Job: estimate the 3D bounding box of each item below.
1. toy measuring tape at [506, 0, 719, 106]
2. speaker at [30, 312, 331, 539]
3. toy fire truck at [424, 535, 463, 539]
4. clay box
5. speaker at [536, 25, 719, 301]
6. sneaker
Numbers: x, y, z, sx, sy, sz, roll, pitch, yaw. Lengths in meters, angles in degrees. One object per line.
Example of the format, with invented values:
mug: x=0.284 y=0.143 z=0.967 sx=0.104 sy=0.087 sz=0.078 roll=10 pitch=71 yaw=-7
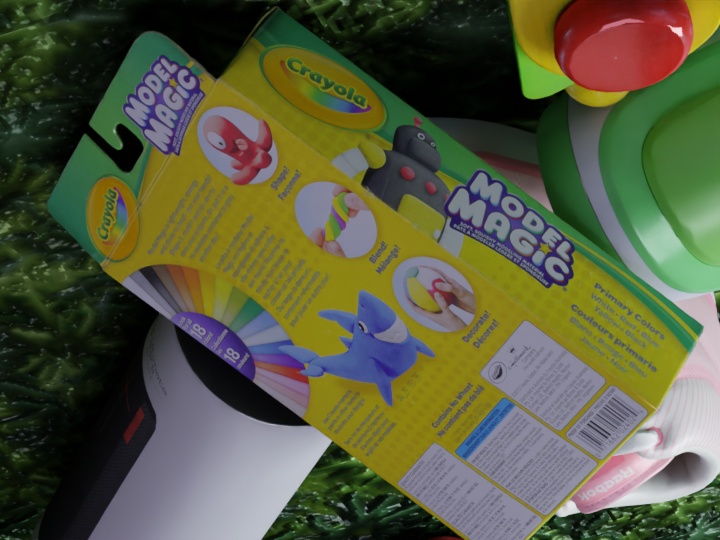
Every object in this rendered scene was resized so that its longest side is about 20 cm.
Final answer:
toy measuring tape: x=0.071 y=-0.109 z=0.749 sx=0.073 sy=0.074 sz=0.200 roll=-10 pitch=149 yaw=4
speaker: x=-0.063 y=0.072 z=0.998 sx=0.081 sy=0.082 sz=0.200 roll=6 pitch=146 yaw=-21
toy fire truck: x=0.075 y=0.201 z=1.224 sx=0.199 sy=0.112 sz=0.168 roll=13 pitch=124 yaw=-31
clay box: x=0.000 y=0.000 z=0.861 sx=0.200 sy=0.048 sz=0.115 roll=38 pitch=139 yaw=0
speaker: x=0.158 y=-0.059 z=0.832 sx=0.199 sy=0.089 sz=0.088 roll=-25 pitch=144 yaw=26
sneaker: x=0.065 y=0.023 z=0.927 sx=0.075 sy=0.105 sz=0.200 roll=-28 pitch=142 yaw=33
